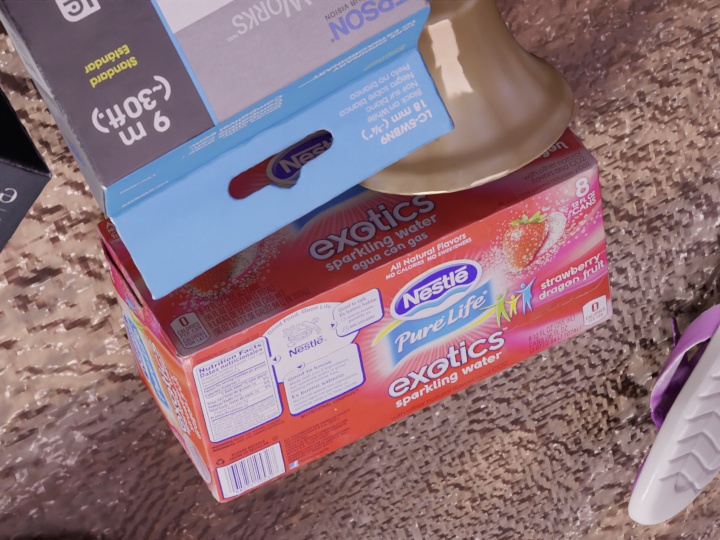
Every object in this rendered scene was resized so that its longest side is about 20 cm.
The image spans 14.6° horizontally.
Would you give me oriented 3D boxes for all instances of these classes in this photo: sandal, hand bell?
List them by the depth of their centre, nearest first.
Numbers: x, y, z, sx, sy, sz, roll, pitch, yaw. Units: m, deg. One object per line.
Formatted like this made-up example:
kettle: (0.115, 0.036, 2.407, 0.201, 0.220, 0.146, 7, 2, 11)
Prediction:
hand bell: (0.015, -0.140, 1.126, 0.104, 0.104, 0.200, -25, 124, -13)
sandal: (0.182, 0.033, 1.407, 0.082, 0.050, 0.203, 15, 105, -58)

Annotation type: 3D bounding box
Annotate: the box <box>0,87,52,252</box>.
box: (-0.252, -0.016, 0.979, 0.200, 0.124, 0.197, 17, 118, -42)

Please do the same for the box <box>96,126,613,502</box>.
box: (0.000, 0.000, 1.213, 0.200, 0.096, 0.100, -25, 138, -13)

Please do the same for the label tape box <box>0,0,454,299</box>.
label tape box: (-0.055, -0.099, 1.053, 0.144, 0.063, 0.200, -30, 111, -8)
